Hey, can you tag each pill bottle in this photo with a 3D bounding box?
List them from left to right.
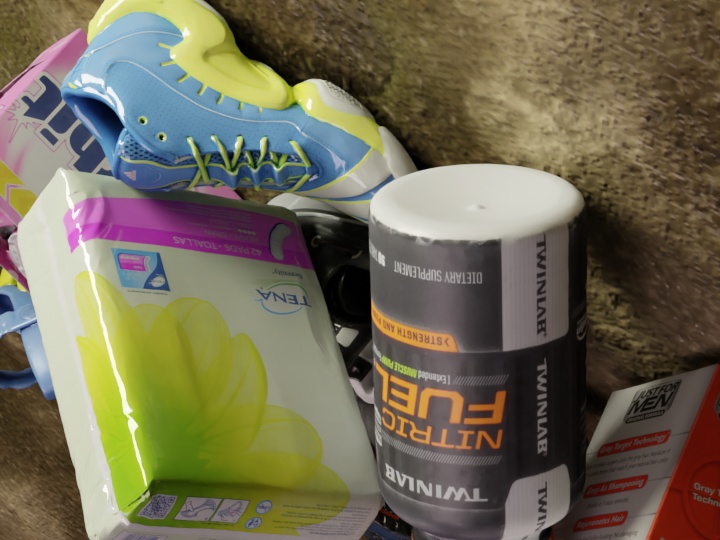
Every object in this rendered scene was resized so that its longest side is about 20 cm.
[{"bbox_3d":[0.059,0.058,1.038,0.106,0.106,0.202,15,117,39],"label":"pill bottle"}]

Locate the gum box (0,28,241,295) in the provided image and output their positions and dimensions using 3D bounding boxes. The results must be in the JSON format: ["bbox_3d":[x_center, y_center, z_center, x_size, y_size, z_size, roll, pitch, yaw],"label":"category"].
[{"bbox_3d":[-0.147,-0.032,1.231,0.200,0.114,0.066,47,152,-15],"label":"gum box"}]

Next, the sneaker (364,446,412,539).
[{"bbox_3d":[0.065,0.178,1.356,0.200,0.075,0.079,42,163,10],"label":"sneaker"}]

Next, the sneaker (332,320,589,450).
[{"bbox_3d":[0.055,0.086,1.222,0.199,0.067,0.091,25,153,33],"label":"sneaker"}]

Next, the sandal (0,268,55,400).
[{"bbox_3d":[-0.191,0.058,1.459,0.199,0.087,0.080,14,143,37],"label":"sandal"}]

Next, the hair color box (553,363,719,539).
[{"bbox_3d":[0.137,0.152,1.059,0.061,0.201,0.101,33,156,-17],"label":"hair color box"}]

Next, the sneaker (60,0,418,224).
[{"bbox_3d":[-0.069,-0.062,1.096,0.199,0.105,0.076,34,153,9],"label":"sneaker"}]

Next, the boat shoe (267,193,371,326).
[{"bbox_3d":[0.000,0.000,1.160,0.199,0.057,0.069,6,139,47],"label":"boat shoe"}]

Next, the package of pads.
[{"bbox_3d":[-0.081,0.050,1.091,0.153,0.201,0.068,10,139,-37],"label":"package of pads"}]
